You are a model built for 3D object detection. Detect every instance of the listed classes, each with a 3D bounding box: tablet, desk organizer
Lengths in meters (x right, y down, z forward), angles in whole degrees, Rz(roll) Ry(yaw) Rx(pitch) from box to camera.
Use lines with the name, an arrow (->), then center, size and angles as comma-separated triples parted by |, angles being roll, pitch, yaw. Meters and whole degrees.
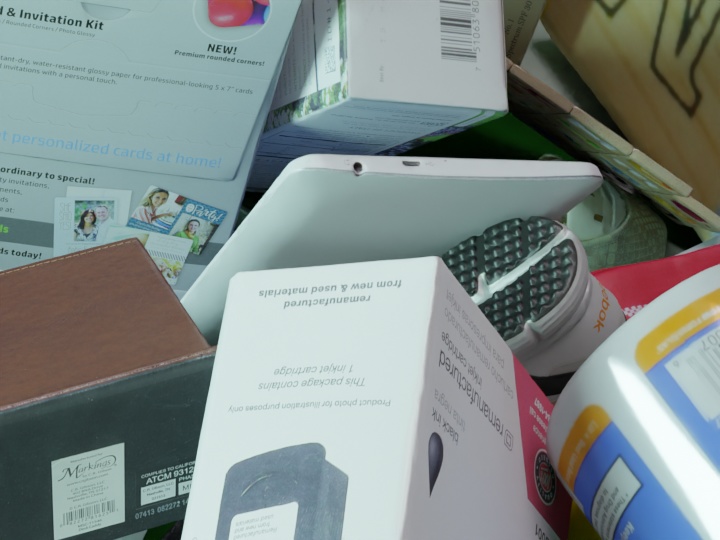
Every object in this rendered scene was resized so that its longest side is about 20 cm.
tablet -> 0.000, 0.000, 0.882 | 0.129, 0.200, 0.014 | 1, 67, -23
desk organizer -> -0.151, 0.058, 0.740 | 0.198, 0.072, 0.077 | -15, 39, -22

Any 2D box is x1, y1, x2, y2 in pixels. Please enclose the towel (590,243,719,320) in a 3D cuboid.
towel -> 0.188, 0.064, 0.926 | 0.143, 0.023, 0.201 | -11, 50, -29

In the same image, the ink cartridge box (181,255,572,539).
ink cartridge box -> 0.004, 0.119, 0.724 | 0.084, 0.145, 0.202 | -4, 60, 25

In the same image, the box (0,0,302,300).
box -> -0.119, -0.060, 0.887 | 0.154, 0.201, 0.041 | 6, 42, -15

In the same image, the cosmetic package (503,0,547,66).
cosmetic package -> -0.003, -0.168, 1.133 | 0.198, 0.104, 0.073 | 6, 42, -15

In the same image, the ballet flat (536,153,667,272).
ballet flat -> 0.074, -0.024, 1.037 | 0.198, 0.063, 0.068 | -7, 46, -29

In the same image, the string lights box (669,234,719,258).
string lights box -> 0.194, 0.079, 0.974 | 0.102, 0.059, 0.200 | -23, 56, -39

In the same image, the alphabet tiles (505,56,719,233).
alphabet tiles -> 0.086, -0.077, 1.042 | 0.199, 0.006, 0.166 | 34, 0, -7

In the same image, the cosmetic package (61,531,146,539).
cosmetic package -> -0.162, 0.091, 0.796 | 0.149, 0.052, 0.201 | 10, 39, 11

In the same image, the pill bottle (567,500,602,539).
pill bottle -> 0.116, 0.155, 0.817 | 0.108, 0.110, 0.201 | -7, 47, -29

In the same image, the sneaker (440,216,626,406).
sneaker -> 0.019, 0.048, 0.869 | 0.080, 0.199, 0.074 | 40, 42, -40

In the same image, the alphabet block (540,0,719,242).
alphabet block -> 0.240, -0.147, 1.136 | 0.194, 0.197, 0.201 | -4, 45, -33

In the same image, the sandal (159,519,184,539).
sandal -> -0.065, 0.142, 0.817 | 0.199, 0.045, 0.075 | -33, 56, -28

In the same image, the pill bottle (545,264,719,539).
pill bottle -> 0.159, 0.103, 0.722 | 0.111, 0.113, 0.201 | -14, 55, -34

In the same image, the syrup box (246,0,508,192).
syrup box -> -0.022, -0.090, 0.957 | 0.081, 0.200, 0.080 | 2, 81, -29
